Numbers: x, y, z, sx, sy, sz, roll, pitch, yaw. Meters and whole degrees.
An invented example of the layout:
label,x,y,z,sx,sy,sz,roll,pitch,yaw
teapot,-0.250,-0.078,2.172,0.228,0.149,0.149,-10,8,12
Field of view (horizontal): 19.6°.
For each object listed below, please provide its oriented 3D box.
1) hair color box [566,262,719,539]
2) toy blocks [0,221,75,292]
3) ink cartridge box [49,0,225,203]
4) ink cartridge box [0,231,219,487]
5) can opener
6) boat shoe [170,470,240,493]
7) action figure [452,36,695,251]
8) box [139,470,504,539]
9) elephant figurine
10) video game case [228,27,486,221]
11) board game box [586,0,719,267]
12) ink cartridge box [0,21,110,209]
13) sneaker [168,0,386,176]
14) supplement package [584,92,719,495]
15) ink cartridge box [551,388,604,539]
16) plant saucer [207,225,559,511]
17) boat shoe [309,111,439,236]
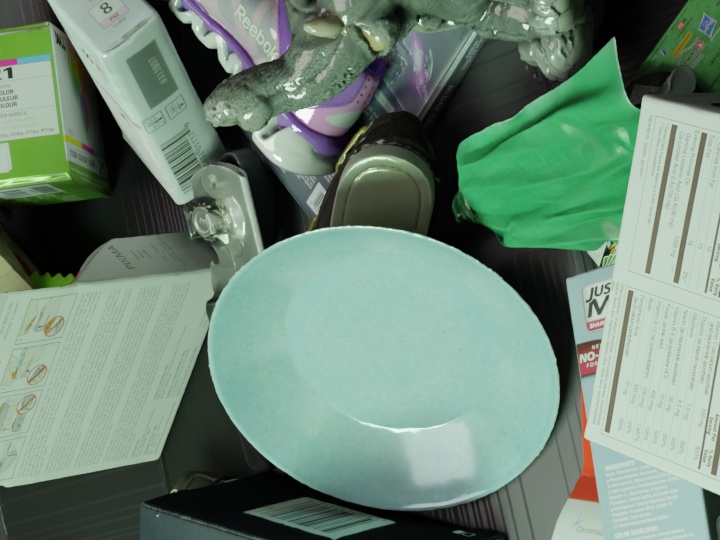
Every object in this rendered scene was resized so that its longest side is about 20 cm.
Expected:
label,x,y,z,sx,sy,sz,roll,pitch,yaw
hair color box,0.164,0.096,1.000,0.061,0.099,0.200,-19,73,39
toy blocks,-0.267,-0.011,1.431,0.100,0.200,0.137,-36,60,-2
ink cartridge box,-0.171,-0.155,1.318,0.200,0.057,0.163,43,167,31
ink cartridge box,-0.190,0.059,1.325,0.050,0.200,0.161,42,122,35
can opener,-0.058,0.024,1.303,0.053,0.067,0.200,-3,105,45
boat shoe,-0.101,0.230,1.348,0.061,0.072,0.201,10,93,43
action figure,0.107,-0.052,1.078,0.200,0.055,0.118,-16,107,57
box,-0.028,0.241,1.237,0.197,0.117,0.200,9,101,42
elephant figurine,0.022,-0.164,1.103,0.200,0.155,0.142,-1,114,18
video game case,-0.002,-0.131,1.246,0.143,0.019,0.200,52,126,28
board game box,0.179,-0.072,1.065,0.105,0.023,0.200,56,130,29
ink cartridge box,-0.225,-0.147,1.373,0.076,0.148,0.200,-7,88,3
sneaker,-0.051,-0.155,1.232,0.088,0.080,0.200,-46,68,30
supplement package,0.214,0.006,0.911,0.111,0.200,0.156,21,108,42
ink cartridge box,0.164,0.149,1.087,0.163,0.057,0.200,2,100,45
plant saucer,0.015,0.048,1.178,0.201,0.039,0.201,7,127,9
boat shoe,0.000,0.000,1.221,0.061,0.072,0.201,-78,7,-53
